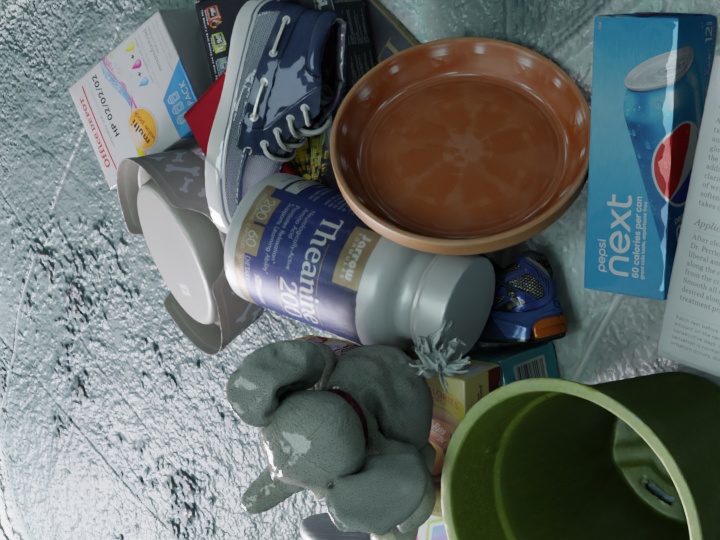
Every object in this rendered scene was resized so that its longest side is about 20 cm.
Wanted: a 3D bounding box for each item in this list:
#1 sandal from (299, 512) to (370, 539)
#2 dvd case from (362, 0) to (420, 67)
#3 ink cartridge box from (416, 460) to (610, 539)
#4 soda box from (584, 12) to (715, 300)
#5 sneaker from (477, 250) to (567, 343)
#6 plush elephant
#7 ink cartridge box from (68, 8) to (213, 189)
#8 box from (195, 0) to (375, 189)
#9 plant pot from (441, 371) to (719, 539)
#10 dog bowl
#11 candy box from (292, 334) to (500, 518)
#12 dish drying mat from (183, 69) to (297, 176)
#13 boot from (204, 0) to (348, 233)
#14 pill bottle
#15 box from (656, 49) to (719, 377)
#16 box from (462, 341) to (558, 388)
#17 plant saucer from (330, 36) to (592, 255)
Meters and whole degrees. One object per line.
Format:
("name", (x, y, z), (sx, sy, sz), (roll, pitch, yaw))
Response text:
("sandal", (0.021, 0.294, 1.191), (0.206, 0.079, 0.059), (31, 120, 40))
("dvd case", (0.031, -0.116, 1.123), (0.200, 0.016, 0.149), (49, 126, 20))
("ink cartridge box", (0.118, 0.216, 1.097), (0.199, 0.059, 0.104), (-8, 95, 40))
("soda box", (0.210, -0.085, 0.950), (0.068, 0.064, 0.201), (10, 107, 38))
("sneaker", (0.082, 0.019, 1.085), (0.199, 0.075, 0.079), (0, 89, 33))
("plush elephant", (-0.021, 0.123, 0.936), (0.165, 0.155, 0.200), (52, 134, 17))
("ink cartridge box", (-0.210, -0.157, 1.279), (0.200, 0.068, 0.116), (-29, 81, 40))
("box", (-0.057, -0.158, 1.144), (0.161, 0.049, 0.201), (-6, 98, 39))
("plant pot", (0.191, 0.152, 0.936), (0.199, 0.190, 0.201), (11, 107, 37))
("dog bowl", (-0.157, -0.022, 1.224), (0.200, 0.058, 0.201), (48, 154, 33))
("candy box", (0.018, 0.123, 1.053), (0.199, 0.055, 0.116), (7, 104, 39))
("dish drying mat", (-0.085, -0.074, 1.150), (0.077, 0.018, 0.201), (-39, 78, 39))
("boot", (-0.067, -0.121, 1.076), (0.090, 0.073, 0.201), (15, 103, 31))
("pill bottle", (0.000, 0.000, 1.030), (0.199, 0.111, 0.112), (20, 112, 29))
("box", (0.286, -0.037, 0.839), (0.106, 0.152, 0.201), (20, 112, 36))
("box", (0.063, 0.098, 1.102), (0.199, 0.082, 0.049), (-8, 94, 40))
("plant saucer", (0.077, -0.094, 0.994), (0.200, 0.200, 0.032), (38, 159, 27))
